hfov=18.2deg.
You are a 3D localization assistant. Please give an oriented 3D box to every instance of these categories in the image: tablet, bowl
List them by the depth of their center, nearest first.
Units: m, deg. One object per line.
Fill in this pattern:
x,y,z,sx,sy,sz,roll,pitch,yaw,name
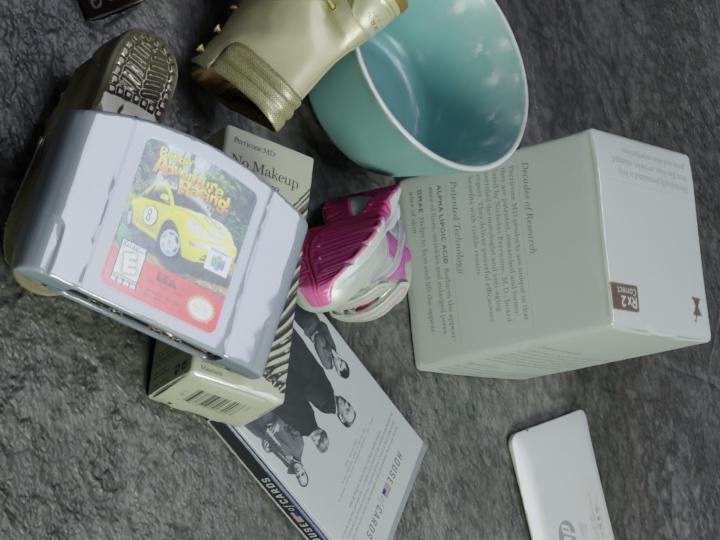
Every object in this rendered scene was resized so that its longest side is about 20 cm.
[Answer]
0.032,-0.156,1.812,0.200,0.105,0.202,22,56,-37,bowl
0.189,0.231,1.986,0.130,0.014,0.201,-13,89,-54,tablet

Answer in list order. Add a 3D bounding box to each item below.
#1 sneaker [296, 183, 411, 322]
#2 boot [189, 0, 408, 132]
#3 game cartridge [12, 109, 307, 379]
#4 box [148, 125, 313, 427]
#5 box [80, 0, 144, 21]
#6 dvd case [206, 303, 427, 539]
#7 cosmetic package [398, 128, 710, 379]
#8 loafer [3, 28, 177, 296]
0.000,0.000,1.730,0.200,0.081,0.089,-48,123,-66,sneaker
-0.082,-0.208,1.705,0.156,0.200,0.073,-46,156,-7,boot
-0.129,-0.024,1.512,0.199,0.041,0.134,26,68,-31,game cartridge
-0.092,0.004,1.621,0.082,0.068,0.201,19,62,-27,box
-0.182,-0.294,1.614,0.100,0.075,0.201,-37,107,-52,box
-0.029,0.126,1.719,0.200,0.025,0.151,53,41,-28,dvd case
0.161,-0.008,1.870,0.164,0.199,0.166,8,72,-52,cosmetic package
-0.188,-0.071,1.537,0.076,0.068,0.201,36,67,-28,loafer
